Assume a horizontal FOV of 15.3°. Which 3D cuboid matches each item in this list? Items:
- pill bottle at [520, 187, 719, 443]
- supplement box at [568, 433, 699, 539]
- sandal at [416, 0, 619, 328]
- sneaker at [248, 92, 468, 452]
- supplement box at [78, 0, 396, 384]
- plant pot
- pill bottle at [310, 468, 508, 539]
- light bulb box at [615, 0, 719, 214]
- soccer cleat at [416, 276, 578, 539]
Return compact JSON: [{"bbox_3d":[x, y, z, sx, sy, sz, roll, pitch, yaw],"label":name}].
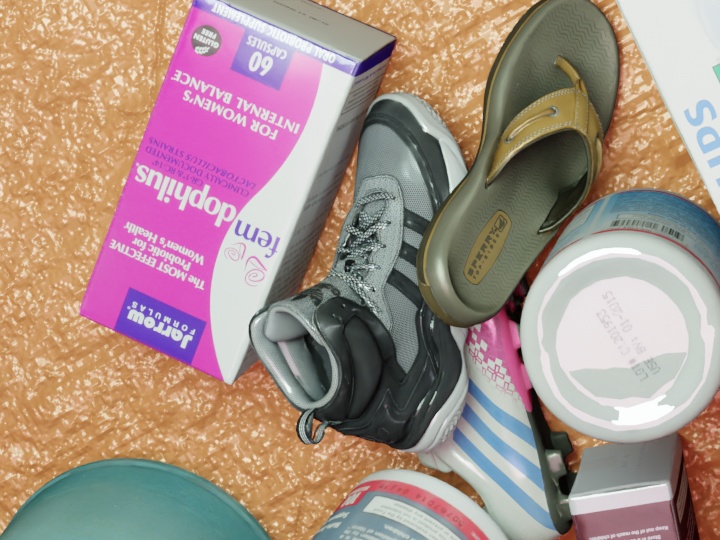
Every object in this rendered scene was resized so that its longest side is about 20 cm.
[{"bbox_3d":[0.149,0.016,1.432,0.108,0.200,0.109,2,102,11],"label":"pill bottle"},{"bbox_3d":[0.168,0.204,1.516,0.061,0.109,0.201,-11,99,11],"label":"supplement box"},{"bbox_3d":[0.095,-0.060,1.461,0.082,0.055,0.200,40,67,-26],"label":"sandal"},{"bbox_3d":[0.000,0.000,1.464,0.075,0.114,0.201,-5,86,48],"label":"sneaker"},{"bbox_3d":[-0.069,-0.053,1.512,0.101,0.103,0.201,23,107,7],"label":"supplement box"},{"bbox_3d":[-0.155,0.232,1.534,0.199,0.188,0.201,4,105,15],"label":"plant pot"},{"bbox_3d":[-0.007,0.216,1.489,0.119,0.200,0.120,24,139,23],"label":"pill bottle"},{"bbox_3d":[0.253,-0.135,1.420,0.199,0.125,0.199,-26,96,14],"label":"light bulb box"},{"bbox_3d":[0.064,0.067,1.527,0.086,0.070,0.201,-14,99,13],"label":"soccer cleat"}]
